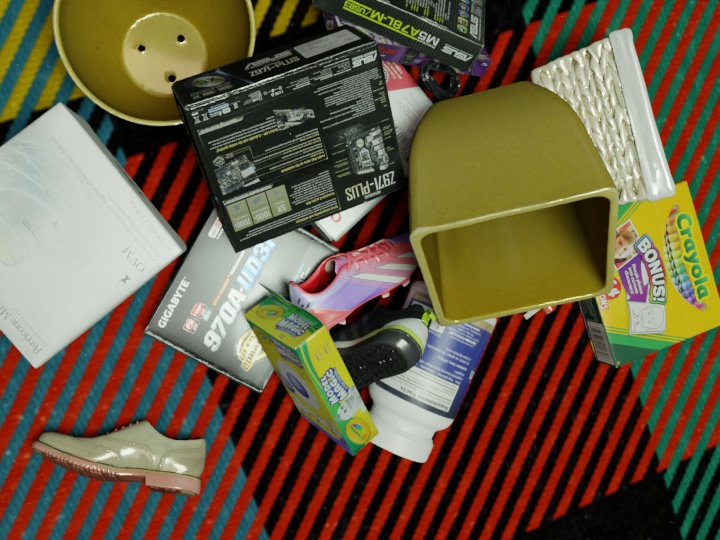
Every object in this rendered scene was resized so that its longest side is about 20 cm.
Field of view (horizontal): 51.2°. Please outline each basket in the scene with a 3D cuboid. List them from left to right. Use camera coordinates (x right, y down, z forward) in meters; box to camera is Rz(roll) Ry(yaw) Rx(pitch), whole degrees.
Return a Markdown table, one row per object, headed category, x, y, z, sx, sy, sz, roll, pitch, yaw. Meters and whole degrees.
| category | x | y | z | sx | sy | sz | roll | pitch | yaw |
| --- | --- | --- | --- | --- | --- | --- | --- | --- | --- |
| basket | 0.296 | -0.172 | 0.918 | 0.123 | 0.135 | 0.201 | -16 | 92 | 22 |

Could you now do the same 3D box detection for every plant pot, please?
| category | x | y | z | sx | sy | sz | roll | pitch | yaw |
| --- | --- | --- | --- | --- | --- | --- | --- | --- | --- |
| plant pot | -0.220 | -0.252 | 0.826 | 0.199 | 0.142 | 0.202 | -1 | 93 | -12 |
| plant pot | 0.150 | -0.086 | 0.813 | 0.194 | 0.195 | 0.201 | -13 | 56 | 9 |

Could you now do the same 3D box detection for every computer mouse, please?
| category | x | y | z | sx | sy | sz | roll | pitch | yaw |
| --- | --- | --- | --- | --- | --- | --- | --- | --- | --- |
| computer mouse | 0.122 | -0.187 | 0.911 | 0.200 | 0.034 | 0.059 | 37 | 66 | -45 |

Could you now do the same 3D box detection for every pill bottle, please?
| category | x | y | z | sx | sy | sz | roll | pitch | yaw |
| --- | --- | --- | --- | --- | --- | --- | --- | --- | --- |
| pill bottle | 0.077 | 0.124 | 0.921 | 0.115 | 0.116 | 0.201 | 25 | 89 | -12 |

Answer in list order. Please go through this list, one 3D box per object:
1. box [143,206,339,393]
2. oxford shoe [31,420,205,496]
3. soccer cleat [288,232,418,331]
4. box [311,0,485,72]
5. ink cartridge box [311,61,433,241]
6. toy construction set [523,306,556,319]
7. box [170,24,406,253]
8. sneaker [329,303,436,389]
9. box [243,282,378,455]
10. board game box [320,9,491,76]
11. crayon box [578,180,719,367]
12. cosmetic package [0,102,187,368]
| category | x | y | z | sx | sy | sz | roll | pitch | yaw |
| --- | --- | --- | --- | --- | --- | --- | --- | --- | --- |
| box | -0.141 | 0.022 | 0.906 | 0.158 | 0.046 | 0.201 | 30 | 87 | -13 |
| oxford shoe | -0.281 | 0.213 | 0.890 | 0.199 | 0.071 | 0.074 | 16 | 65 | -11 |
| soccer cleat | 0.000 | 0.000 | 0.898 | 0.200 | 0.067 | 0.077 | -35 | 124 | -25 |
| box | 0.053 | -0.338 | 0.870 | 0.192 | 0.048 | 0.201 | 18 | 50 | -11 |
| ink cartridge box | -0.013 | -0.153 | 0.903 | 0.200 | 0.083 | 0.146 | -42 | 100 | -7 |
| toy construction set | 0.201 | -0.033 | 0.945 | 0.131 | 0.092 | 0.200 | -40 | 100 | 4 |
| box | -0.069 | -0.137 | 0.773 | 0.199 | 0.086 | 0.165 | -23 | 124 | -11 |
| sneaker | 0.017 | 0.085 | 0.887 | 0.072 | 0.199 | 0.083 | 49 | 53 | -20 |
| box | -0.059 | 0.109 | 0.852 | 0.048 | 0.117 | 0.201 | -37 | 124 | -22 |
| board game box | 0.049 | -0.289 | 0.879 | 0.199 | 0.032 | 0.121 | 1 | 52 | -27 |
| crayon box | 0.375 | 0.003 | 1.003 | 0.172 | 0.058 | 0.201 | -20 | 96 | -9 |
| cosmetic package | -0.333 | -0.038 | 0.827 | 0.200 | 0.123 | 0.200 | -39 | 99 | -5 |
